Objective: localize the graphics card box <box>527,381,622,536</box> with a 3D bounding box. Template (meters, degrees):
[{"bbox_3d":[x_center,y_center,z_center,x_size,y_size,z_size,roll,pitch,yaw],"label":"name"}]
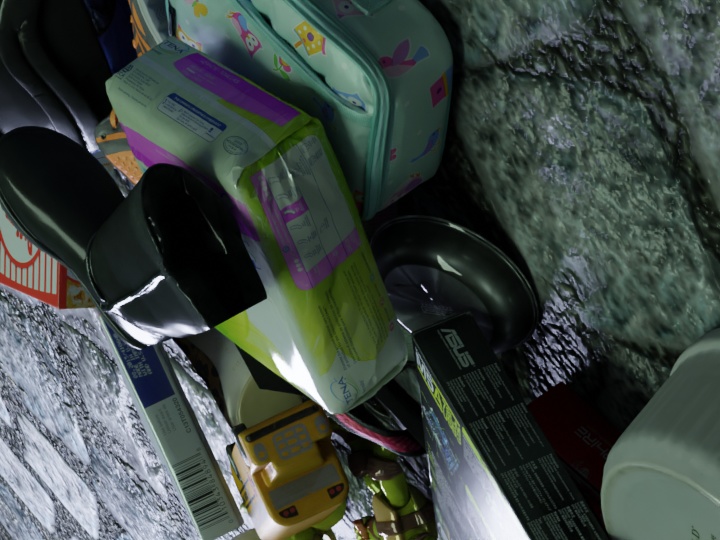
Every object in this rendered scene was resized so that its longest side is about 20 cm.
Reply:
[{"bbox_3d":[0.150,0.175,1.298,0.125,0.051,0.201,41,152,32],"label":"graphics card box"}]

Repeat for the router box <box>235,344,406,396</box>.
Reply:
[{"bbox_3d":[-0.065,-0.006,1.465,0.157,0.052,0.201,4,125,61],"label":"router box"}]

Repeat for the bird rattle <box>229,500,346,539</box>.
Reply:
[{"bbox_3d":[-0.051,0.271,1.701,0.201,0.162,0.113,63,176,4],"label":"bird rattle"}]

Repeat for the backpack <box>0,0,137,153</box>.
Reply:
[{"bbox_3d":[-0.227,-0.179,1.400,0.161,0.169,0.201,-7,133,17],"label":"backpack"}]

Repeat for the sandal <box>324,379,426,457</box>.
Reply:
[{"bbox_3d":[0.014,0.098,1.385,0.200,0.045,0.075,45,-176,-22],"label":"sandal"}]

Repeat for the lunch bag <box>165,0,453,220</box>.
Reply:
[{"bbox_3d":[-0.036,-0.137,1.199,0.200,0.077,0.161,44,156,21],"label":"lunch bag"}]

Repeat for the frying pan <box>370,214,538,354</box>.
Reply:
[{"bbox_3d":[0.052,0.037,1.289,0.114,0.031,0.191,23,144,15],"label":"frying pan"}]

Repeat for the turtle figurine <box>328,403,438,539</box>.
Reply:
[{"bbox_3d":[0.029,0.177,1.516,0.200,0.064,0.162,-164,52,-78],"label":"turtle figurine"}]

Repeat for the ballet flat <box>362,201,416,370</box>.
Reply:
[{"bbox_3d":[0.000,0.000,1.325,0.069,0.071,0.201,34,150,42],"label":"ballet flat"}]

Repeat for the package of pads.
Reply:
[{"bbox_3d":[-0.057,-0.024,1.216,0.154,0.068,0.201,33,153,45],"label":"package of pads"}]

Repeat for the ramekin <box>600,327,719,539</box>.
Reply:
[{"bbox_3d":[0.212,0.137,1.072,0.202,0.094,0.203,42,154,26],"label":"ramekin"}]

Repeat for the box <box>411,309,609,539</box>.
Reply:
[{"bbox_3d":[0.092,0.158,1.231,0.194,0.047,0.201,85,162,-45],"label":"box"}]

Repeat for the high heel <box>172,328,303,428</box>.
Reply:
[{"bbox_3d":[-0.096,0.072,1.656,0.200,0.071,0.143,46,-177,-13],"label":"high heel"}]

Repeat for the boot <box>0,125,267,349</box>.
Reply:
[{"bbox_3d":[-0.139,-0.029,1.192,0.165,0.066,0.200,48,166,-7],"label":"boot"}]

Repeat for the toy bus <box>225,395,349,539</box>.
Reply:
[{"bbox_3d":[-0.053,0.146,1.505,0.200,0.065,0.079,118,129,-77],"label":"toy bus"}]

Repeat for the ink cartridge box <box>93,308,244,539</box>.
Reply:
[{"bbox_3d":[-0.158,0.112,1.670,0.198,0.043,0.200,65,172,-4],"label":"ink cartridge box"}]

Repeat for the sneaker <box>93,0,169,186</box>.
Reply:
[{"bbox_3d":[-0.134,-0.129,1.333,0.112,0.077,0.202,-14,93,43],"label":"sneaker"}]

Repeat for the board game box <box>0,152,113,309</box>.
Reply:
[{"bbox_3d":[-0.240,-0.082,1.599,0.151,0.046,0.202,16,106,56],"label":"board game box"}]
